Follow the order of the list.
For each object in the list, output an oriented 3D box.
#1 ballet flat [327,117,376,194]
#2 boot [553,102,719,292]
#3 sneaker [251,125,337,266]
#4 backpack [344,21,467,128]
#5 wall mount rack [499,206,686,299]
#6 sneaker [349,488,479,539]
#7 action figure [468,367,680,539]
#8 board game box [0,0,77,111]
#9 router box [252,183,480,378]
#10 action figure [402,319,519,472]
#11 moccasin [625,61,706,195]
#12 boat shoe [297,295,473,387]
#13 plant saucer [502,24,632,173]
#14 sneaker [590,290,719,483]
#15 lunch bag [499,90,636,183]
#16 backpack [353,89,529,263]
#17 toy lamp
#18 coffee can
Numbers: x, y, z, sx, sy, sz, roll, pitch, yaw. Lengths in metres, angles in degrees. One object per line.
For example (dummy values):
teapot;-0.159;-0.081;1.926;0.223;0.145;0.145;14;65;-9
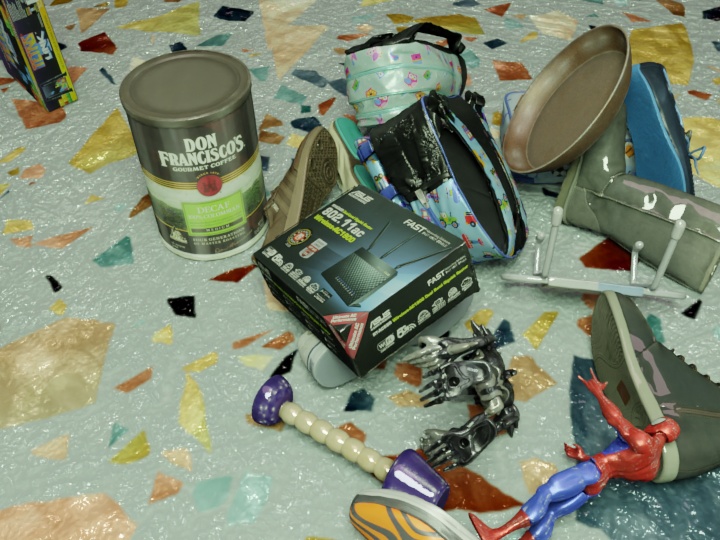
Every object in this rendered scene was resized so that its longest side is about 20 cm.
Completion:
ballet flat;-0.003;-0.119;0.965;0.068;0.070;0.201;-12;46;-10
boot;0.341;-0.095;0.863;0.199;0.184;0.072;30;27;37
sneaker;-0.085;-0.092;0.909;0.074;0.071;0.202;-4;56;28
backpack;0.058;-0.254;1.008;0.165;0.129;0.200;-12;5;21
wall mount rack;0.251;-0.014;0.784;0.196;0.174;0.076;6;88;7
sneaker;0.054;0.256;0.576;0.198;0.078;0.112;22;54;29
action figure;0.178;0.166;0.650;0.198;0.066;0.099;-26;38;-5
board game box;-0.519;-0.368;1.132;0.056;0.202;0.165;-34;52;-27
router box;0.000;0.000;0.753;0.149;0.063;0.199;-34;37;-17
action figure;0.091;0.111;0.679;0.101;0.200;0.121;-15;85;16
moccasin;0.377;-0.157;0.905;0.068;0.203;0.080;-23;15;-26
boat shoe;0.022;0.047;0.799;0.200;0.075;0.086;-29;37;-15
plant saucer;0.248;-0.195;0.882;0.034;0.200;0.202;30;42;-19
sneaker;0.301;0.106;0.729;0.104;0.075;0.202;-4;54;-8
lunch bag;0.292;-0.190;1.017;0.196;0.076;0.162;0;43;3
backpack;0.106;-0.093;0.866;0.133;0.202;0.182;-27;0;28
toy lamp;-0.010;0.163;0.687;0.198;0.059;0.058;27;51;27
coffee can;-0.189;-0.135;0.887;0.144;0.202;0.148;-1;45;1
